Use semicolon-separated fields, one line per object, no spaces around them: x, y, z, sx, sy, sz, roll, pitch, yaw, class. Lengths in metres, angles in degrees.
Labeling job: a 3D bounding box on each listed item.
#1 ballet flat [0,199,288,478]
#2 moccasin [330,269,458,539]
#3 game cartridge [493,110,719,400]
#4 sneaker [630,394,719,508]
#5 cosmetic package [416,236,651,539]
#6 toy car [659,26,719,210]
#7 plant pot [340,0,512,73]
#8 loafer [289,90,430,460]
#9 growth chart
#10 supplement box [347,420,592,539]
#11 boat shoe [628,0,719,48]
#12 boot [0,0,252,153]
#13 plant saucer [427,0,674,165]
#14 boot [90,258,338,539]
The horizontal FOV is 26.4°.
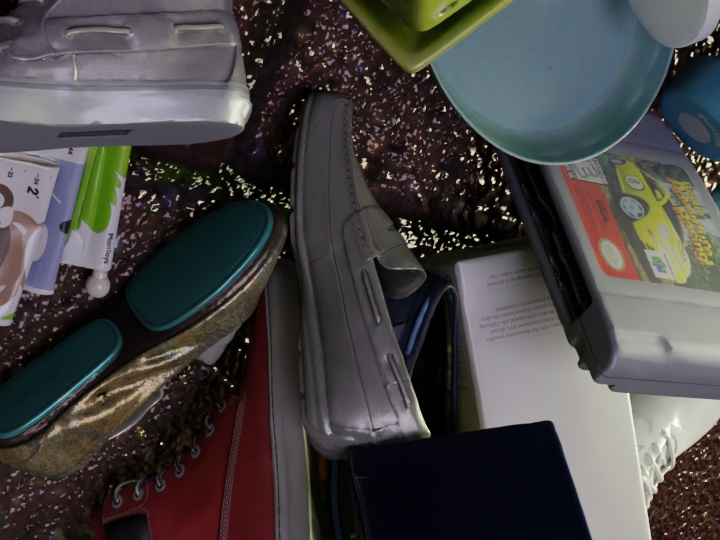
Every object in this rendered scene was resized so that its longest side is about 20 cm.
-0.112;0.040;0.828;0.200;0.071;0.071;-39;127;-2;ballet flat
0.025;0.099;0.850;0.080;0.068;0.202;-15;102;-51;moccasin
0.154;-0.020;0.872;0.132;0.201;0.041;9;139;-35;game cartridge
0.174;0.136;1.029;0.199;0.080;0.071;-30;123;-16;sneaker
0.097;0.085;0.910;0.107;0.085;0.202;-9;94;-25;cosmetic package
0.319;-0.096;0.905;0.184;0.200;0.177;-44;127;-14;toy car
0.036;-0.219;0.683;0.200;0.199;0.182;-38;170;-8;plant pot
0.000;0.000;0.812;0.069;0.070;0.202;-6;76;4;loafer
-0.208;-0.030;0.767;0.199;0.018;0.146;-5;116;-27;growth chart
0.059;0.192;0.788;0.109;0.109;0.201;-8;128;-3;supplement box
0.174;-0.225;0.833;0.067;0.072;0.202;-15;95;-33;boat shoe
-0.149;-0.110;0.727;0.199;0.073;0.096;-3;83;-30;boot
0.098;-0.158;0.836;0.199;0.027;0.202;-3;95;-36;plant saucer
-0.087;0.095;0.867;0.072;0.143;0.202;20;69;-72;boot
